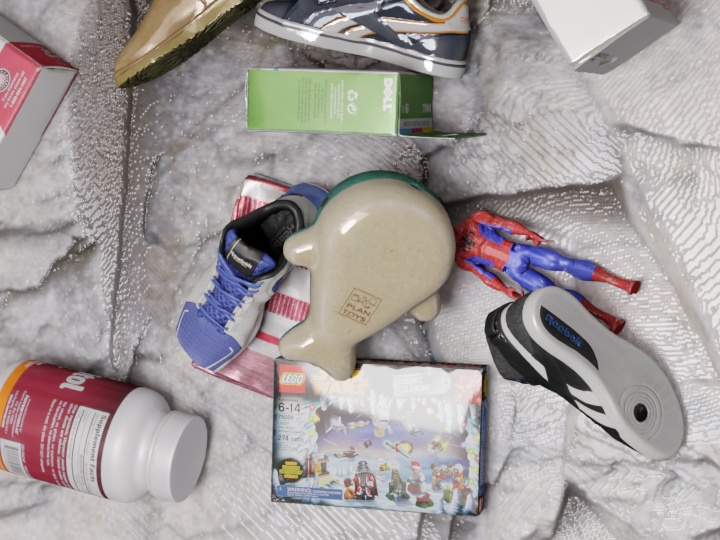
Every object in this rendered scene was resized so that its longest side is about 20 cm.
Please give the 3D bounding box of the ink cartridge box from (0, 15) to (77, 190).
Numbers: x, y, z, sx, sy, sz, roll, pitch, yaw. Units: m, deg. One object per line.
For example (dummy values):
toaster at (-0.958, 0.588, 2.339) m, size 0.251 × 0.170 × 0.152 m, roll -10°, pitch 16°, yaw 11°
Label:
ink cartridge box at (-0.403, -0.192, 1.834) m, size 0.200 × 0.086 × 0.148 m, roll 36°, pitch 105°, yaw 15°

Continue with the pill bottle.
pill bottle at (-0.255, 0.159, 1.792) m, size 0.199 × 0.113 × 0.114 m, roll 13°, pitch 98°, yaw 17°

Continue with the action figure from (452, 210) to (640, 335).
action figure at (0.150, -0.006, 1.674) m, size 0.199 × 0.052 × 0.066 m, roll 24°, pitch 105°, yaw 19°

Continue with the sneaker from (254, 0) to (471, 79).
sneaker at (0.005, -0.234, 1.692) m, size 0.199 × 0.078 × 0.080 m, roll 13°, pitch 103°, yaw 7°

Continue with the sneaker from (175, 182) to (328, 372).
sneaker at (-0.110, 0.000, 1.706) m, size 0.081 × 0.115 × 0.200 m, roll 42°, pitch 103°, yaw 11°

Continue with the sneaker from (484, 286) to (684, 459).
sneaker at (0.194, 0.094, 1.659) m, size 0.200 × 0.073 × 0.112 m, roll 46°, pitch 151°, yaw -15°

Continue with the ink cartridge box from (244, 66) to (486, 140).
ink cartridge box at (0.006, -0.152, 1.682) m, size 0.199 × 0.104 × 0.060 m, roll 4°, pitch 96°, yaw 19°

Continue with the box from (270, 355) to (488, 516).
box at (0.017, 0.152, 1.723) m, size 0.199 × 0.040 × 0.138 m, roll 2°, pitch 94°, yaw 12°

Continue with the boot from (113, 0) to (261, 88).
boot at (-0.207, -0.299, 1.772) m, size 0.175 × 0.066 × 0.200 m, roll -34°, pitch 83°, yaw 6°

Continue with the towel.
towel at (-0.072, 0.022, 1.766) m, size 0.143 × 0.023 × 0.201 m, roll 19°, pitch 100°, yaw 17°

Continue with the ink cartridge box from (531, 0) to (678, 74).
ink cartridge box at (0.180, -0.275, 1.590) m, size 0.084 × 0.144 × 0.201 m, roll -30°, pitch 84°, yaw 19°

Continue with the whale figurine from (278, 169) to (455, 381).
whale figurine at (0.000, 0.000, 1.669) m, size 0.158 × 0.104 × 0.201 m, roll 22°, pitch 114°, yaw -17°
